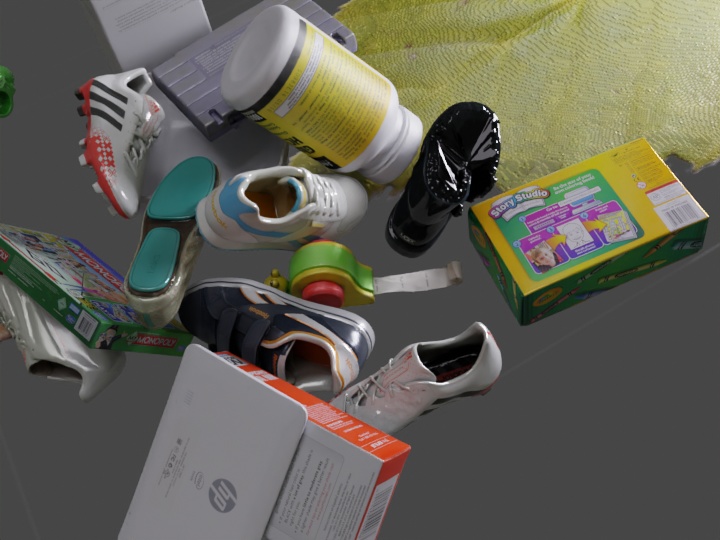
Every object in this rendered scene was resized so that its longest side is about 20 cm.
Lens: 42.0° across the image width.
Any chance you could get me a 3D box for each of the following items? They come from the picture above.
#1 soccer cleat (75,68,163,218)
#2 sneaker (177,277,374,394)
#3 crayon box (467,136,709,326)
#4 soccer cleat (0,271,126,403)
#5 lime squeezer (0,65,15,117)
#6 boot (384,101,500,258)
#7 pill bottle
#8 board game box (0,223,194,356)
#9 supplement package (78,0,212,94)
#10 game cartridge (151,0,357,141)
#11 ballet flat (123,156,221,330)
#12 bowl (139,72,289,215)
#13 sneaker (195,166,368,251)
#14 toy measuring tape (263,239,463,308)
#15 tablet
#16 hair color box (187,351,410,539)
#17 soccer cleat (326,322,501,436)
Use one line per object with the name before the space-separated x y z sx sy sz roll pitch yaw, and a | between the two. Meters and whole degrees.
soccer cleat | -0.241 -0.137 0.965 0.085 0.069 0.201 -21 50 0
sneaker | -0.092 0.063 0.881 0.199 0.079 0.080 10 36 15
crayon box | 0.220 -0.041 0.920 0.199 0.058 0.119 -22 54 -6
soccer cleat | -0.324 0.061 0.941 0.199 0.069 0.078 25 66 21
lime squeezer | -0.467 -0.217 1.176 0.070 0.038 0.201 -19 55 -3
boot | 0.101 -0.118 0.921 0.076 0.168 0.201 32 66 -2
pill bottle | -0.035 -0.172 0.965 0.112 0.199 0.113 -35 39 35
board game box | -0.274 0.018 0.923 0.199 0.134 0.029 33 99 27
supplement package | -0.254 -0.302 1.096 0.121 0.201 0.120 -30 56 -12
game cartridge | -0.119 -0.233 1.041 0.199 0.039 0.130 -35 52 -15
ballet flat | -0.182 -0.028 0.911 0.067 0.063 0.201 7 47 9
bowl | -0.170 -0.140 1.048 0.198 0.075 0.201 -4 56 7
sneaker | -0.060 -0.063 0.928 0.199 0.081 0.077 -12 79 -43
toy measuring tape | 0.000 0.000 0.923 0.198 0.074 0.074 -7 54 5
tablet | -0.128 0.177 0.786 0.130 0.014 0.201 26 101 24
hair color box | -0.069 0.160 0.799 0.199 0.064 0.112 24 101 23
soccer cleat | 0.034 0.107 0.833 0.199 0.085 0.069 -23 55 -6
